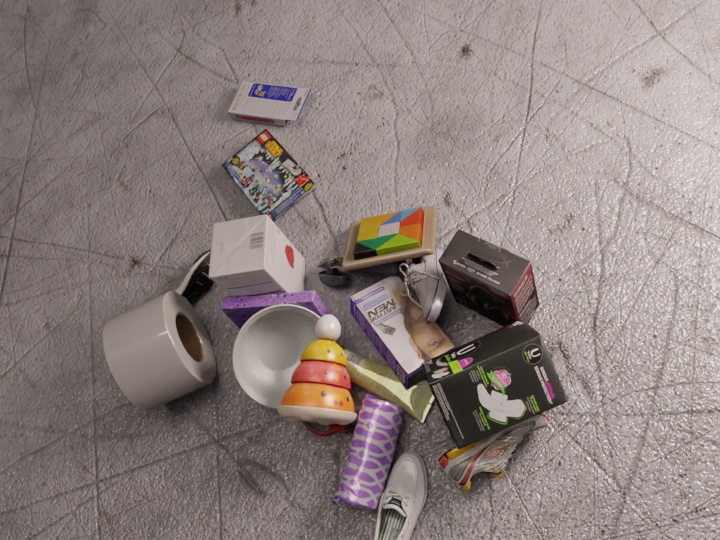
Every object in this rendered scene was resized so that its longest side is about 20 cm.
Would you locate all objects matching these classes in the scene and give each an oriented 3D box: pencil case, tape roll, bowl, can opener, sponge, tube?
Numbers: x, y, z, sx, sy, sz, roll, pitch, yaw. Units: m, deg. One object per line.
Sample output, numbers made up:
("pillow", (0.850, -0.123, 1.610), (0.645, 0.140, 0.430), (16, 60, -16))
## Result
("pencil case", (0.016, 0.326, 1.349), (0.085, 0.084, 0.201), (-7, 61, 61))
("tape roll", (-0.397, 0.160, 1.508), (0.139, 0.203, 0.203), (-25, 60, 6))
("bowl", (-0.151, 0.158, 1.463), (0.200, 0.090, 0.202), (-2, 97, -14))
("can opener", (0.000, 0.000, 1.516), (0.199, 0.067, 0.053), (3, 24, 33))
("sponge", (-0.167, 0.084, 1.514), (0.199, 0.112, 0.030), (-4, 59, 17))
("tube", (0.045, 0.210, 1.420), (0.199, 0.052, 0.058), (22, 116, 21))

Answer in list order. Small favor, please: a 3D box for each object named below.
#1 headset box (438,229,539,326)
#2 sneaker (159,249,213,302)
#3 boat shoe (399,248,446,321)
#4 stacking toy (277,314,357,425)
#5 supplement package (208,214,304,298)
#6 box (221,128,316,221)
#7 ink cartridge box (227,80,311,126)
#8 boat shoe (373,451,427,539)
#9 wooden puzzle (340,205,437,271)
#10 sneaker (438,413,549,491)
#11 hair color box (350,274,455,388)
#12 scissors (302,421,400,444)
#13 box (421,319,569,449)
("headset box", (0.231, 0.018, 1.354), (0.148, 0.200, 0.075), (28, 75, 27))
("sneaker", (-0.383, 0.032, 1.640), (0.079, 0.074, 0.200), (32, 79, 34))
("boat shoe", (0.111, 0.014, 1.421), (0.086, 0.075, 0.202), (16, 38, -8))
("stacking toy", (-0.072, 0.178, 1.387), (0.145, 0.146, 0.201), (-1, 75, 19))
("supplement package", (-0.201, -0.006, 1.517), (0.119, 0.200, 0.122), (-9, 63, 16))
("box", (-0.209, -0.215, 1.713), (0.137, 0.040, 0.200), (-40, 59, -3))
("ink cartridge box", (-0.213, -0.397, 1.804), (0.199, 0.037, 0.095), (12, 69, 27))
("boat shoe", (0.069, 0.409, 1.302), (0.073, 0.067, 0.201), (3, 67, 20))
("wooden puzzle", (0.057, -0.071, 1.492), (0.184, 0.037, 0.200), (-11, 28, 15))
("sneaker", (0.237, 0.306, 1.298), (0.199, 0.078, 0.082), (-33, 74, 6))
("hair color box", (0.076, 0.110, 1.427), (0.109, 0.065, 0.200), (-27, 59, -18))
("scissors", (-0.021, 0.303, 1.418), (0.199, 0.014, 0.073), (27, 74, 27))
("box", (0.221, 0.186, 1.279), (0.199, 0.149, 0.125), (-23, 96, 3))
